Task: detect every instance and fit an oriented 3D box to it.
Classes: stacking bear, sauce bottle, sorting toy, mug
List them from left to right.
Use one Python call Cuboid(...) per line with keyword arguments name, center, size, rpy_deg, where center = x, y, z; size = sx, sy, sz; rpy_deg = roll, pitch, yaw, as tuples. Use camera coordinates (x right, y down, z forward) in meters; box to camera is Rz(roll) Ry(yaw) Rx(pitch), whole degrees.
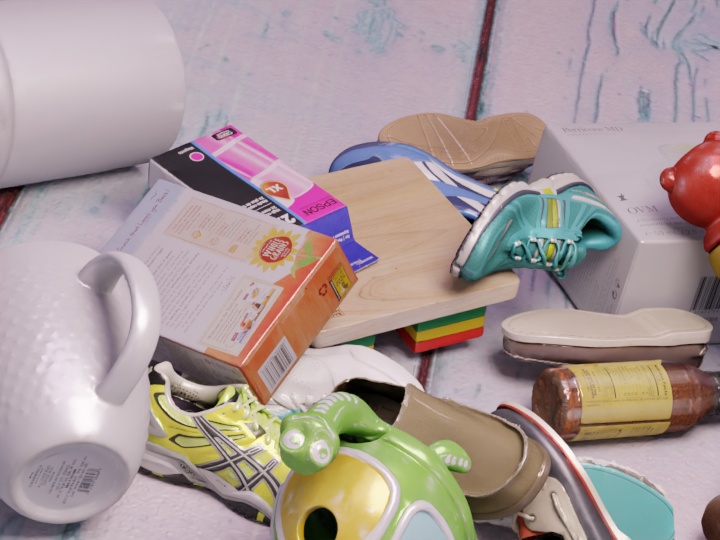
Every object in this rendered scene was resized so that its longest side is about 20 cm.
Cuboid(name="mug", center=(-0.210, 0.073, 1.540), size=(0.147, 0.200, 0.176), rpy_deg=(22, 32, -35))
Cuboid(name="sorting toy", center=(0.000, 0.000, 1.837), size=(0.199, 0.070, 0.199), rpy_deg=(-14, 42, -26))
Cuboid(name="sauce bottle", center=(0.242, 0.108, 1.789), size=(0.199, 0.066, 0.066), rpy_deg=(0, 35, -26))
Cuboid(name="stacking bear", center=(0.342, -0.025, 1.813), size=(0.121, 0.114, 0.200), rpy_deg=(-40, 84, -6))

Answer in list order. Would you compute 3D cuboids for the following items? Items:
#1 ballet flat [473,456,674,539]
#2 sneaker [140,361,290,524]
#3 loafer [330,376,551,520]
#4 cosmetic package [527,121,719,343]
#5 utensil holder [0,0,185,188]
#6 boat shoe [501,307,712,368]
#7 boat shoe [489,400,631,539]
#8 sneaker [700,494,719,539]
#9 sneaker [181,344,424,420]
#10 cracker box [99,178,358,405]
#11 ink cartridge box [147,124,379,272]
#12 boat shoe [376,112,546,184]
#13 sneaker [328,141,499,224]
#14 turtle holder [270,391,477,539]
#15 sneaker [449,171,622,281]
Cuboid(name="ballet flat", center=(0.148, 0.172, 1.657), size=(0.199, 0.072, 0.072), rpy_deg=(14, 32, -5))
Cuboid(name="sneaker", center=(-0.086, 0.133, 1.607), size=(0.199, 0.077, 0.076), rpy_deg=(17, 31, 0))
Cuboid(name="loafer", center=(0.049, 0.128, 1.565), size=(0.199, 0.067, 0.076), rpy_deg=(11, 67, 40))
Cuboid(name="cosmetic package", center=(0.283, -0.038, 1.971), size=(0.198, 0.123, 0.200), rpy_deg=(-3, 35, -25))
Cuboid(name="utensil holder", center=(-0.279, -0.161, 1.893), size=(0.199, 0.171, 0.170), rpy_deg=(-10, 40, -37))
Cuboid(name="boat shoe", center=(0.210, 0.069, 1.831), size=(0.199, 0.060, 0.072), rpy_deg=(-1, 24, -25))
Cuboid(name="boat shoe", center=(0.147, 0.189, 1.577), size=(0.062, 0.071, 0.200), rpy_deg=(-31, 78, -18))
Cuboid(name="sneaker", center=(0.332, 0.242, 1.614), size=(0.200, 0.071, 0.075), rpy_deg=(34, 40, 29))
Cuboid(name="sneaker", center=(-0.048, 0.100, 1.692), size=(0.199, 0.076, 0.089), rpy_deg=(17, 42, 18))
Cuboid(name="cracker box", center=(-0.120, 0.014, 1.695), size=(0.199, 0.058, 0.134), rpy_deg=(20, 62, 36))
Cuboid(name="ink cartridge box", center=(-0.083, -0.052, 1.806), size=(0.094, 0.037, 0.200), rpy_deg=(-26, 50, -37))
Cuboid(name="boat shoe", center=(0.097, -0.111, 2.060), size=(0.199, 0.065, 0.072), rpy_deg=(-8, 58, -34))
Cuboid(name="sneaker", center=(0.058, -0.057, 1.956), size=(0.199, 0.074, 0.082), rpy_deg=(21, 35, 11))
Cuboid(name="turtle holder", center=(0.005, 0.176, 1.484), size=(0.140, 0.186, 0.132), rpy_deg=(26, 48, 13))
Cuboid(name="sneaker", center=(0.152, -0.031, 1.797), size=(0.080, 0.078, 0.200), rpy_deg=(43, 39, 22))
